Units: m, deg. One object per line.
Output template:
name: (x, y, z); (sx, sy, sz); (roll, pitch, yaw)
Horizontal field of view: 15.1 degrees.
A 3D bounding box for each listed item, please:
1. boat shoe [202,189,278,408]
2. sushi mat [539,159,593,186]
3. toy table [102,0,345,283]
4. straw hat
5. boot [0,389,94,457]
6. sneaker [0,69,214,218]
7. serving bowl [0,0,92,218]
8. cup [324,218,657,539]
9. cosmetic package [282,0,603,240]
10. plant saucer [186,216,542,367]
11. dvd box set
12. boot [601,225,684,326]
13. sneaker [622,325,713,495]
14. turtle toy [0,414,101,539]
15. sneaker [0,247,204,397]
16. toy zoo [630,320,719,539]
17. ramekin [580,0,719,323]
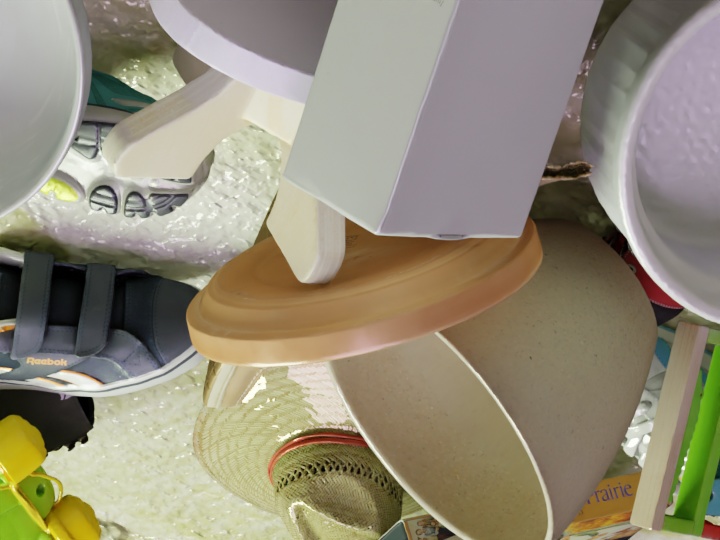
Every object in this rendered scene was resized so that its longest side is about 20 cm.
boat shoe: (-0.043, 0.023, 1.666); (0.069, 0.074, 0.200); (17, 138, -12)
sushi mat: (0.065, -0.051, 1.529); (0.095, 0.012, 0.200); (-1, 179, -7)
toy table: (-0.040, -0.097, 1.451); (0.200, 0.184, 0.117); (10, 128, -29)
straw hat: (-0.014, 0.149, 1.814); (0.201, 0.085, 0.201); (-1, 142, 0)
boot: (-0.228, 0.129, 1.799); (0.138, 0.078, 0.200); (-10, 142, 3)
sneaker: (-0.179, -0.084, 1.529); (0.200, 0.080, 0.078); (19, 121, 3)
serving bowl: (-0.230, -0.124, 1.444); (0.200, 0.066, 0.200); (5, 111, 13)
cup: (0.091, 0.050, 1.610); (0.143, 0.200, 0.200); (-37, 149, -24)
cosmetic package: (0.050, -0.119, 1.339); (0.113, 0.081, 0.200); (3, 114, -47)
plant saucer: (0.000, 0.000, 1.497); (0.200, 0.200, 0.032); (-11, 106, 12)
dvd box set: (0.093, 0.186, 1.832); (0.200, 0.029, 0.146); (-8, 158, -26)
boot: (0.164, -0.032, 1.610); (0.144, 0.073, 0.200); (-23, 140, 27)
sneaker: (0.196, 0.093, 1.754); (0.200, 0.081, 0.077); (20, 138, -23)
turtle toy: (-0.264, 0.139, 1.697); (0.146, 0.101, 0.200); (-37, 126, -11)
sneaker: (-0.190, 0.031, 1.668); (0.200, 0.079, 0.079); (-6, 147, 9)
toy zoo: (0.260, 0.112, 1.730); (0.200, 0.131, 0.020); (14, 180, -40)
ramekin: (0.215, -0.077, 1.469); (0.200, 0.098, 0.201); (-6, 111, -16)
